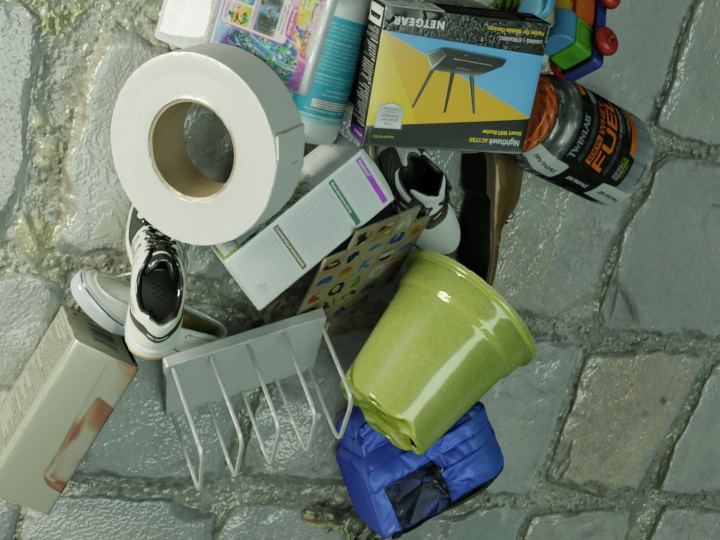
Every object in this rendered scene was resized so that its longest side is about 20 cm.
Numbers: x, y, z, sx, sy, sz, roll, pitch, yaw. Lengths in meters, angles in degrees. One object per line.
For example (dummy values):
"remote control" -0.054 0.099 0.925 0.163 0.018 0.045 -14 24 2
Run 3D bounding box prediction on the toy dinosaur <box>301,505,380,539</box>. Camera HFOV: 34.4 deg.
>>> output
"toy dinosaur" 0.009 0.367 1.609 0.197 0.047 0.090 6 102 -31

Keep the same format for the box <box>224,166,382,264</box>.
"box" -0.069 -0.066 1.378 0.198 0.049 0.083 25 99 -32

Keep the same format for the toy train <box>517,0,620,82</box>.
"toy train" 0.241 -0.334 1.366 0.115 0.084 0.203 30 56 -32

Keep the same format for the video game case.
"video game case" -0.106 -0.308 1.207 0.180 0.024 0.203 22 105 10

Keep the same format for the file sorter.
"file sorter" -0.120 0.156 1.373 0.197 0.126 0.139 -17 155 -19

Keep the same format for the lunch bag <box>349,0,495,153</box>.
"lunch bag" 0.101 -0.236 1.347 0.198 0.118 0.166 14 106 -32

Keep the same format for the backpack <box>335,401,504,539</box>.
"backpack" 0.080 0.233 1.513 0.198 0.162 0.170 -22 104 -14

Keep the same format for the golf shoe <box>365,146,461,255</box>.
"golf shoe" 0.076 -0.083 1.416 0.078 0.094 0.201 -40 124 -6

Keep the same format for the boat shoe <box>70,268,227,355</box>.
"boat shoe" -0.228 0.040 1.318 0.086 0.075 0.201 -38 129 21

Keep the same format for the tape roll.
"tape roll" -0.159 -0.132 1.215 0.071 0.200 0.206 -36 137 -62

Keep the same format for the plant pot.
"plant pot" 0.080 0.111 1.397 0.185 0.199 0.201 -49 124 -17

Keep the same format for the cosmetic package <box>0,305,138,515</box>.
"cosmetic package" -0.343 0.157 1.311 0.087 0.103 0.201 30 98 -31

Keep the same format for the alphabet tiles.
"alphabet tiles" 0.000 0.000 1.385 0.165 0.006 0.201 -23 156 -35

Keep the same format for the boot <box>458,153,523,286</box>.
"boot" 0.172 -0.064 1.488 0.075 0.073 0.203 -10 114 -32

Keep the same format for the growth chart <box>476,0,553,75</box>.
"growth chart" 0.196 -0.309 1.421 0.143 0.018 0.203 -12 115 -20

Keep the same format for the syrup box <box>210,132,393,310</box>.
"syrup box" -0.068 -0.058 1.304 0.199 0.079 0.082 -39 122 -7

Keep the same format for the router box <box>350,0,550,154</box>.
"router box" 0.096 -0.209 1.258 0.197 0.051 0.151 0 114 -23

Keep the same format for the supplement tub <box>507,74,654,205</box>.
"supplement tub" 0.261 -0.165 1.442 0.198 0.122 0.124 18 103 -37

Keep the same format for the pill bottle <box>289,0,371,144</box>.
"pill bottle" -0.050 -0.248 1.272 0.109 0.111 0.203 11 107 -29

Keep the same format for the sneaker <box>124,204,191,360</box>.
"sneaker" -0.212 -0.009 1.253 0.074 0.203 0.088 3 153 -18
